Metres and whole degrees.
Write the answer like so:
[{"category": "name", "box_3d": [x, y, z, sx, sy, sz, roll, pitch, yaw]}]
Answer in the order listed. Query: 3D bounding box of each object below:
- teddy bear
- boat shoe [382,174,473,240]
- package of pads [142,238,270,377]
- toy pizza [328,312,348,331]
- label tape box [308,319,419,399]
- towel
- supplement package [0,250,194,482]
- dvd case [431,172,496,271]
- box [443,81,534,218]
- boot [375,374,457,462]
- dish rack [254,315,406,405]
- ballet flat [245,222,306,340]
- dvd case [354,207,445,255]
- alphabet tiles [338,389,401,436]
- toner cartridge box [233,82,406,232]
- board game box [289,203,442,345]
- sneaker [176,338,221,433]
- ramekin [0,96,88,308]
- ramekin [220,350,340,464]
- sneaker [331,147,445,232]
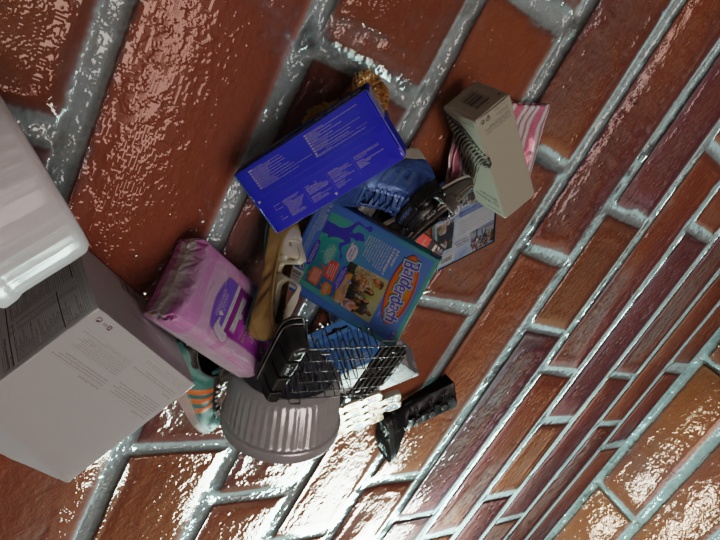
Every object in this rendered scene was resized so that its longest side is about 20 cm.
[{"category": "teddy bear", "box_3d": [-0.031, -0.176, 0.786, 0.199, 0.067, 0.146, -35, 140, -8]}, {"category": "boat shoe", "box_3d": [0.108, -0.080, 0.912, 0.199, 0.057, 0.067, -32, 167, -15]}, {"category": "package of pads", "box_3d": [-0.199, 0.058, 0.810, 0.200, 0.075, 0.122, 51, 52, -49]}, {"category": "toy pizza", "box_3d": [0.028, 0.039, 1.032, 0.198, 0.032, 0.202, -18, 130, -22]}, {"category": "label tape box", "box_3d": [-0.002, 0.160, 1.041, 0.143, 0.064, 0.200, -26, 144, 18]}, {"category": "towel", "box_3d": [0.233, -0.210, 0.969, 0.198, 0.030, 0.148, -7, 120, -30]}, {"category": "supplement package", "box_3d": [-0.356, 0.114, 0.713, 0.199, 0.147, 0.192, -37, 138, -6]}, {"category": "dvd case", "box_3d": [0.190, -0.104, 1.050, 0.141, 0.018, 0.202, -26, 135, -19]}, {"category": "box", "box_3d": [0.203, -0.183, 0.895, 0.068, 0.082, 0.201, -38, 132, -7]}, {"category": "boot", "box_3d": [0.133, 0.346, 1.347, 0.198, 0.066, 0.166, -25, 137, -25]}, {"category": "dish rack", "box_3d": [-0.037, 0.132, 0.825, 0.198, 0.055, 0.154, 3, 139, -29]}, {"category": "ballet flat", "box_3d": [-0.107, 0.001, 0.814, 0.069, 0.062, 0.203, 26, 74, -69]}, {"category": "dvd case", "box_3d": [0.039, -0.022, 0.956, 0.199, 0.022, 0.147, 29, 93, -37]}, {"category": "alphabet tiles", "box_3d": [-0.012, 0.292, 1.171, 0.198, 0.015, 0.196, -19, 151, -6]}, {"category": "toner cartridge box", "box_3d": [-0.050, -0.137, 0.721, 0.198, 0.043, 0.095, -27, 112, 19]}, {"category": "board game box", "box_3d": [0.000, 0.000, 0.859, 0.153, 0.198, 0.045, -62, 174, 13]}, {"category": "sneaker", "box_3d": [-0.248, 0.181, 0.909, 0.079, 0.072, 0.202, -24, 134, -13]}, {"category": "ramekin", "box_3d": [-0.343, -0.075, 0.539, 0.097, 0.200, 0.202, -31, 137, -22]}, {"category": "ramekin", "box_3d": [-0.124, 0.202, 0.935, 0.198, 0.200, 0.106, -6, 117, -34]}, {"category": "sneaker", "box_3d": [0.043, -0.105, 0.819, 0.199, 0.112, 0.077, -20, 161, -41]}]
